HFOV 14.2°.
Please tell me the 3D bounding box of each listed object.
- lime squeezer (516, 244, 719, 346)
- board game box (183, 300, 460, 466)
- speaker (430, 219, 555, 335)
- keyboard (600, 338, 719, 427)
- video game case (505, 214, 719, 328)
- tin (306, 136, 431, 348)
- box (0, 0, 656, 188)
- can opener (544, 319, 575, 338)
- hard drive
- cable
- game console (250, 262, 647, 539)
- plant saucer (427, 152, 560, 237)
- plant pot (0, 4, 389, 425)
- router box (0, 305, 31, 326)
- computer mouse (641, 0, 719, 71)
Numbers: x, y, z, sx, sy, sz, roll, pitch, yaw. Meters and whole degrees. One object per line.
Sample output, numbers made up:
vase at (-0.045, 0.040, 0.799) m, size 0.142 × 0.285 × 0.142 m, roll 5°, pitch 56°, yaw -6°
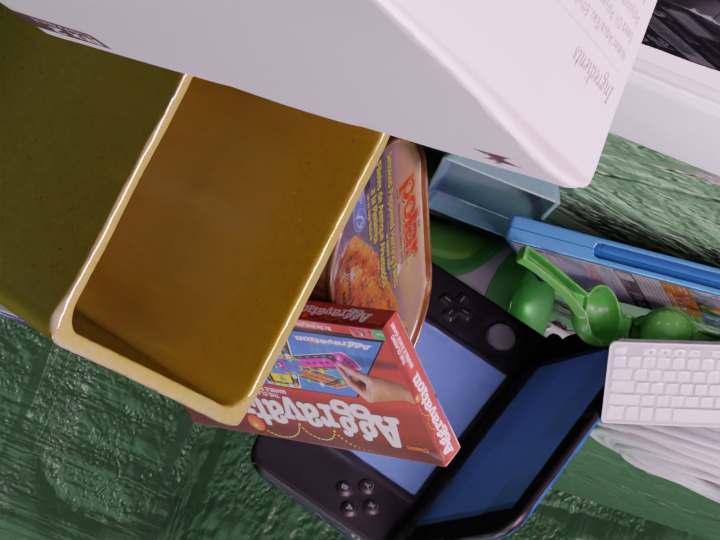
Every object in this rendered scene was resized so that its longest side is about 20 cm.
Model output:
lime squeezer at (0.170, 0.026, 1.689) m, size 0.199 × 0.038 × 0.071 m, roll 19°, pitch 142°, yaw -16°
board game box at (-0.041, 0.058, 1.660) m, size 0.199 × 0.019 × 0.103 m, roll 6°, pitch 135°, yaw 41°
speaker at (0.026, 0.001, 1.922) m, size 0.199 × 0.089 × 0.088 m, roll 18°, pitch 173°, yaw 28°
keyboard at (0.241, 0.068, 1.673) m, size 0.199 × 0.057 × 0.011 m, roll 2°, pitch -154°, yaw -2°
video game case at (0.191, 0.011, 1.696) m, size 0.199 × 0.018 × 0.143 m, roll 15°, pitch 173°, yaw 14°
tin at (0.000, 0.000, 1.672) m, size 0.042 × 0.112 × 0.201 m, roll 24°, pitch 143°, yaw 24°
box at (-0.028, -0.131, 0.813) m, size 0.198 × 0.131 × 0.200 m, roll 18°, pitch 173°, yaw 24°
can opener at (0.102, 0.043, 2.095) m, size 0.053 × 0.067 × 0.200 m, roll 13°, pitch 170°, yaw 46°
hard drive at (0.118, -0.079, 1.228) m, size 0.199 × 0.027 × 0.132 m, roll 22°, pitch 173°, yaw -3°
cable at (0.286, 0.142, 2.321) m, size 0.199 × 0.070 × 0.200 m, roll 24°, pitch 174°, yaw -12°
game console at (0.059, 0.072, 1.742) m, size 0.170 × 0.200 × 0.119 m, roll 34°, pitch 144°, yaw 10°
plant saucer at (0.075, -0.046, 1.676) m, size 0.070 × 0.019 × 0.200 m, roll 21°, pitch 173°, yaw -1°
plant pot at (-0.137, -0.063, 1.498) m, size 0.199 × 0.196 × 0.194 m, roll 25°, pitch 176°, yaw 31°
router box at (-0.132, -0.044, 1.638) m, size 0.199 × 0.180 × 0.049 m, roll 17°, pitch 173°, yaw 30°
computer mouse at (0.060, -0.126, 0.986) m, size 0.140 × 0.046 × 0.200 m, roll 33°, pitch 173°, yaw -39°
